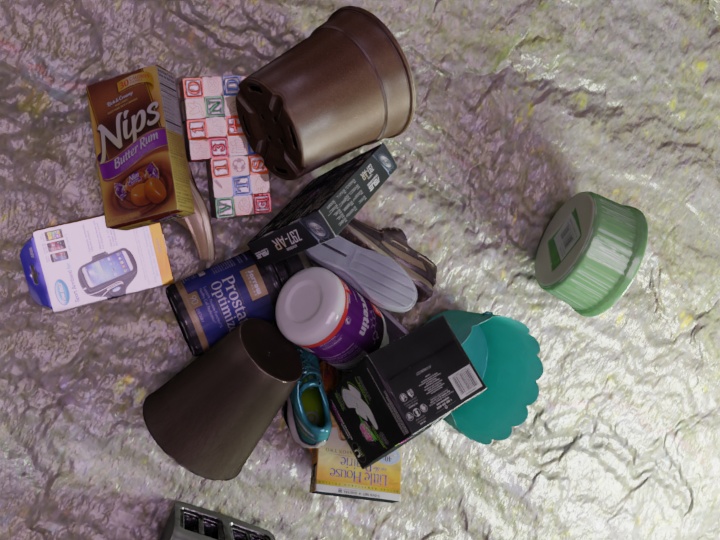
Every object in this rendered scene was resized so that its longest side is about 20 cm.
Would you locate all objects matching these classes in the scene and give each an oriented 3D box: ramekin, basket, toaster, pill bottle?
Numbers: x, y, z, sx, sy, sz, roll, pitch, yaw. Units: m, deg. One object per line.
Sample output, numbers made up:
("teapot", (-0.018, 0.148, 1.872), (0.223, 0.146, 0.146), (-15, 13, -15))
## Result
("ramekin", (0.380, -0.033, 1.298), (0.096, 0.200, 0.203), (24, 87, -12))
("basket", (-0.185, 0.176, 1.102), (0.179, 0.137, 0.200), (37, 113, -14))
("toaster", (-0.216, 0.444, 1.141), (0.178, 0.200, 0.121), (23, 85, -12))
("pill bottle", (-0.033, 0.081, 1.143), (0.114, 0.111, 0.200), (-59, 144, -6))
("pill bottle", (-0.179, 0.036, 1.147), (0.197, 0.112, 0.114), (-25, 103, -15))

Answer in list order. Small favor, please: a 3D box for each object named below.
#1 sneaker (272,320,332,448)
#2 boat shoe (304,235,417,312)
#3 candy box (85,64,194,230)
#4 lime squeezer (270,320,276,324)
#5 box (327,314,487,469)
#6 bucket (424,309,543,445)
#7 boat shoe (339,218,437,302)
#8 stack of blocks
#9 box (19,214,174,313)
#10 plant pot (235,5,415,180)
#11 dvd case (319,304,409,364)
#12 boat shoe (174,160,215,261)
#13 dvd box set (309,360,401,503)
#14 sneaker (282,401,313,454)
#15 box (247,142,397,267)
("sneaker", (-0.081, 0.160, 1.148), (0.076, 0.080, 0.203), (-12, 71, -23))
("boat shoe", (0.000, 0.000, 1.202), (0.198, 0.062, 0.073), (33, 76, 3))
("candy box", (-0.305, -0.167, 1.066), (0.114, 0.056, 0.205), (-12, 84, 15))
("lime squeezer", (-0.123, 0.104, 1.213), (0.070, 0.038, 0.202), (31, 85, -22))
("box", (0.060, 0.181, 1.122), (0.147, 0.200, 0.126), (-23, 75, -30))
("bucket", (0.184, 0.164, 1.260), (0.203, 0.134, 0.212), (-5, 101, -29))
("boat shoe", (0.042, -0.029, 1.250), (0.199, 0.074, 0.074), (38, 57, -14))
("stack of blocks", (-0.201, -0.182, 1.146), (0.113, 0.058, 0.205), (-8, 98, -18))
("box", (-0.379, -0.017, 1.111), (0.196, 0.041, 0.122), (-14, 100, -15))
("plant pot", (-0.059, -0.241, 1.095), (0.197, 0.199, 0.203), (-34, 105, -27))
("dvd case", (0.005, 0.133, 1.268), (0.200, 0.025, 0.151), (42, 81, -17))
("boat shoe", (-0.266, -0.104, 1.125), (0.064, 0.072, 0.204), (-21, 96, -16))
("dvd box set", (-0.003, 0.250, 1.203), (0.144, 0.029, 0.204), (13, 64, -19))
("sneaker", (-0.043, 0.281, 1.229), (0.070, 0.090, 0.201), (-43, 107, -11))
("box", (-0.053, -0.096, 1.112), (0.044, 0.159, 0.201), (55, 43, -16))
